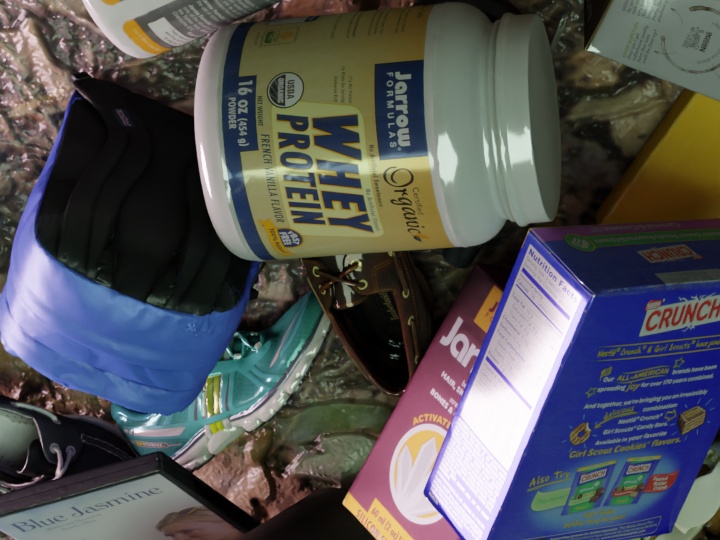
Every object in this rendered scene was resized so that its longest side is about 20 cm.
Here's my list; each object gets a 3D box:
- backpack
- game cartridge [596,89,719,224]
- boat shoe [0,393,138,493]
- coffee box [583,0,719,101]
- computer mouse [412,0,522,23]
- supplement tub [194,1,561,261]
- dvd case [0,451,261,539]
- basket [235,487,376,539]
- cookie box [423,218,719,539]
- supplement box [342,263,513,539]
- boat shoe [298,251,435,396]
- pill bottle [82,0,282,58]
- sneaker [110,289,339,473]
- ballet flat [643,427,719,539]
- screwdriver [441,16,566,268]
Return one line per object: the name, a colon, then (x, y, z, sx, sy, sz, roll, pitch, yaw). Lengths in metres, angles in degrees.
backpack: (-0.144, 0.003, 1.382, 0.161, 0.201, 0.169, 17, 123, -8)
game cartridge: (0.276, -0.040, 1.423, 0.199, 0.033, 0.177, 28, 121, -11)
boat shoe: (-0.237, 0.128, 1.540, 0.199, 0.060, 0.074, 28, 98, -7)
coffee box: (0.240, -0.156, 1.298, 0.199, 0.115, 0.080, 19, 123, -9)
computer mouse: (0.035, -0.122, 1.379, 0.138, 0.053, 0.200, 35, 131, -19)
supplement tub: (0.013, -0.083, 1.279, 0.198, 0.145, 0.145, -4, 123, 14)
dvd case: (-0.165, 0.184, 1.550, 0.142, 0.018, 0.200, -16, 153, 15)
basket: (-0.063, 0.251, 1.521, 0.136, 0.200, 0.181, 34, 132, 21)
cookie box: (0.150, 0.072, 1.323, 0.170, 0.075, 0.201, -3, 126, -38)
supplement box: (0.088, 0.111, 1.445, 0.085, 0.110, 0.201, 11, 114, -44)
boat shoe: (0.000, 0.000, 1.424, 0.070, 0.071, 0.201, -9, 132, 26)
pill bottle: (-0.071, -0.214, 1.284, 0.199, 0.117, 0.117, -21, 119, 17)
sneaker: (-0.095, 0.074, 1.502, 0.200, 0.078, 0.080, -37, 105, 25)
ballet flat: (0.221, 0.161, 1.435, 0.067, 0.064, 0.200, 43, 145, 13)
screwdriver: (0.100, -0.083, 1.410, 0.029, 0.028, 0.201, 2, 129, -35)
